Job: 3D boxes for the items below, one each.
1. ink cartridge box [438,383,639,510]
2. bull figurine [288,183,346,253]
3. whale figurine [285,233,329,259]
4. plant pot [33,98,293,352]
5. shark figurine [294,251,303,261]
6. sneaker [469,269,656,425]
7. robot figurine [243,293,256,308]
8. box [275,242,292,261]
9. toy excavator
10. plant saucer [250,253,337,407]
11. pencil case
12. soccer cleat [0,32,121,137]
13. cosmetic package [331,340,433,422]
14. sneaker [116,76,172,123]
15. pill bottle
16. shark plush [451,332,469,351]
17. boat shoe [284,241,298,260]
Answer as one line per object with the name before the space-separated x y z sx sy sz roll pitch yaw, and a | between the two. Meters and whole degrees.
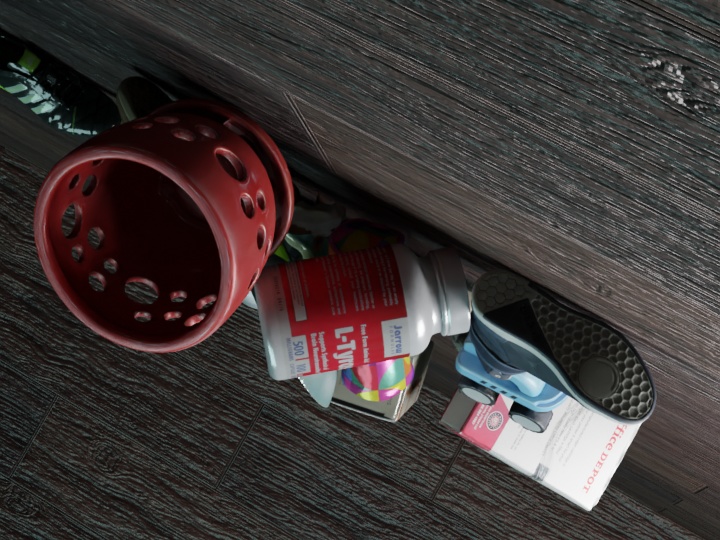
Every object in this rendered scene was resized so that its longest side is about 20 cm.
ink cartridge box | 0.220 0.174 1.694 0.200 0.145 0.084 32 175 -16
bull figurine | -0.112 -0.089 1.497 0.199 0.065 0.121 24 167 26
whale figurine | 0.000 0.000 1.612 0.200 0.104 0.159 50 -152 6
plant pot | -0.168 -0.054 1.283 0.200 0.201 0.183 29 -145 6
shark figurine | -0.013 0.018 1.756 0.214 0.090 0.128 20 -166 -30
sneaker | 0.191 0.087 1.368 0.202 0.077 0.146 38 164 11
robot figurine | -0.149 0.002 2.176 0.169 0.114 0.200 2 176 -5
box | -0.103 0.000 1.704 0.122 0.047 0.200 -116 1 -52
toy excavator | 0.148 0.072 1.527 0.194 0.100 0.200 27 161 11
plant saucer | -0.067 0.050 1.514 0.202 0.039 0.201 61 -174 -10
pencil case | 0.013 0.042 1.494 0.088 0.088 0.201 25 135 35
soccer cleat | -0.374 -0.221 1.660 0.199 0.068 0.081 30 161 6
cosmetic package | 0.023 0.121 1.741 0.103 0.088 0.200 17 -175 10
sneaker | -0.198 -0.097 1.422 0.200 0.075 0.070 57 -146 -4
pill bottle | 0.001 0.036 1.367 0.199 0.113 0.112 -10 176 -4
shark plush | 0.215 0.119 1.841 0.199 0.091 0.083 10 -160 -17
boat shoe | -0.116 -0.046 1.826 0.071 0.070 0.201 32 174 30
